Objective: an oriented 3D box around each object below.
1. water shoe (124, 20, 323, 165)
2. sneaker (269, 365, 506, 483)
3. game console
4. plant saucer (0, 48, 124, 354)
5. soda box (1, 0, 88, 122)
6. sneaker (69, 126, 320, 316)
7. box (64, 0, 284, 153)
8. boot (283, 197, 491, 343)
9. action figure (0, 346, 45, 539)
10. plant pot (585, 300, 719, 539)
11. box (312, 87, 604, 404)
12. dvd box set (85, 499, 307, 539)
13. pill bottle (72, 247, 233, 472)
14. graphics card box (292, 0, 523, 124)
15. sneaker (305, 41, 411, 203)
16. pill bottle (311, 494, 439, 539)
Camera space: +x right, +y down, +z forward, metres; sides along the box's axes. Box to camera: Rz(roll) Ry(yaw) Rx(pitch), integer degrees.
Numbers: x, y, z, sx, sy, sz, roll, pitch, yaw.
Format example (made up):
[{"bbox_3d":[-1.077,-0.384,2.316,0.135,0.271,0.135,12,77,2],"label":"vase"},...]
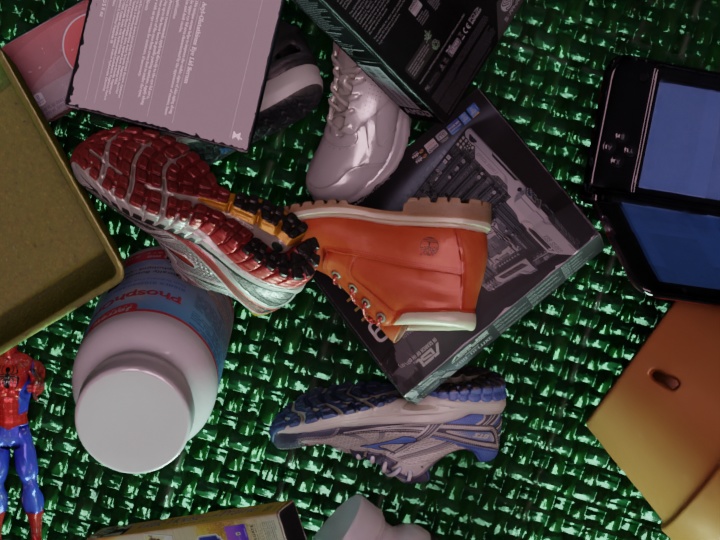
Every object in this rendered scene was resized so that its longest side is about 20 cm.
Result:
[{"bbox_3d":[-0.128,-0.131,1.297,0.198,0.072,0.080,-22,72,1],"label":"water shoe"},{"bbox_3d":[0.025,0.138,1.332,0.197,0.077,0.086,-6,103,-2],"label":"sneaker"},{"bbox_3d":[0.286,-0.066,1.270,0.198,0.119,0.175,7,98,-23],"label":"game console"},{"bbox_3d":[-0.286,-0.047,1.262,0.198,0.048,0.202,-28,93,29],"label":"plant saucer"},{"bbox_3d":[-0.176,-0.194,1.276,0.198,0.063,0.071,-29,97,0],"label":"soda box"},{"bbox_3d":[-0.131,-0.030,1.209,0.199,0.078,0.082,34,136,-2],"label":"sneaker"},{"bbox_3d":[-0.125,-0.202,1.206,0.139,0.079,0.203,14,95,-1],"label":"box"},{"bbox_3d":[0.000,0.000,1.243,0.197,0.075,0.109,1,87,17],"label":"boot"},{"bbox_3d":[-0.283,0.144,1.305,0.064,0.099,0.203,-1,96,-4],"label":"action figure"},{"bbox_3d":[0.274,0.109,1.293,0.140,0.200,0.201,38,95,9],"label":"plant pot"},{"bbox_3d":[0.068,-0.018,1.292,0.199,0.050,0.158,-39,71,3],"label":"box"},{"bbox_3d":[-0.118,0.268,1.312,0.198,0.029,0.148,-13,99,30],"label":"dvd box set"},{"bbox_3d":[-0.157,0.067,1.230,0.107,0.200,0.110,0,112,1],"label":"pill bottle"},{"bbox_3d":[0.023,-0.216,1.190,0.200,0.051,0.126,40,76,-33],"label":"graphics card box"},{"bbox_3d":[0.001,-0.148,1.270,0.099,0.078,0.202,30,87,-45],"label":"sneaker"},{"bbox_3d":[0.048,0.281,1.332,0.199,0.116,0.116,39,94,-7],"label":"pill bottle"}]
